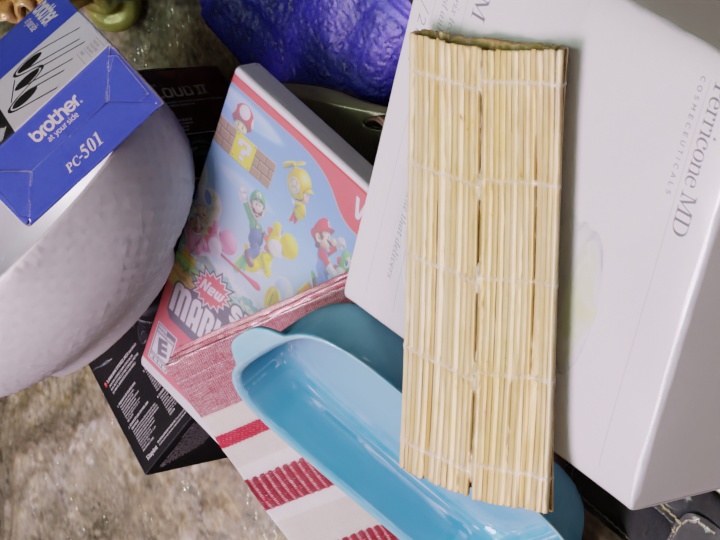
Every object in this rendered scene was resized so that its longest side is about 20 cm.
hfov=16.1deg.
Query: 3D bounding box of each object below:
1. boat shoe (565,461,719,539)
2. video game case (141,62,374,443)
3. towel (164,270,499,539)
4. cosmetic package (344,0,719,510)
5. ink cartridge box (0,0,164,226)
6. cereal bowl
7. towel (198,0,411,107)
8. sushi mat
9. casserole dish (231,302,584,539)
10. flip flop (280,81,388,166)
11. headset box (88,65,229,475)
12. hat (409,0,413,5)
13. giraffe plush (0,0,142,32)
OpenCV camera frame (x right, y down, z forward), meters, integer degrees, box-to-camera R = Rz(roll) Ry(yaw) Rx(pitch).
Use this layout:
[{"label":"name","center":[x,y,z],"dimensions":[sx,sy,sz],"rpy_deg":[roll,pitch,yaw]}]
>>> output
[{"label":"boat shoe","center":[0.160,0.141,1.163],"dimensions":[0.200,0.068,0.072],"rpy_deg":[40,155,34]},{"label":"video game case","center":[-0.043,0.014,1.316],"dimensions":[0.143,0.017,0.200],"rpy_deg":[43,129,30]},{"label":"towel","center":[0.012,0.094,1.280],"dimensions":[0.144,0.023,0.200],"rpy_deg":[-23,111,27]},{"label":"cosmetic package","center":[0.115,-0.037,1.103],"dimensions":[0.200,0.123,0.200],"rpy_deg":[35,122,40]},{"label":"ink cartridge box","center":[-0.168,-0.090,1.342],"dimensions":[0.044,0.094,0.200],"rpy_deg":[48,178,-20]},{"label":"cereal bowl","center":[-0.159,-0.005,1.345],"dimensions":[0.083,0.200,0.200],"rpy_deg":[45,143,-19]},{"label":"towel","center":[-0.009,-0.167,1.331],"dimensions":[0.148,0.050,0.200],"rpy_deg":[53,133,30]},{"label":"sushi mat","center":[0.051,0.000,1.079],"dimensions":[0.096,0.012,0.200],"rpy_deg":[15,109,46]},{"label":"casserole dish","center":[0.027,0.082,1.210],"dimensions":[0.200,0.039,0.121],"rpy_deg":[40,151,-10]},{"label":"flip flop","center":[0.019,-0.053,1.287],"dimensions":[0.200,0.058,0.081],"rpy_deg":[13,106,24]},{"label":"headset box","center":[-0.107,-0.009,1.456],"dimensions":[0.149,0.077,0.200],"rpy_deg":[-51,59,40]},{"label":"hat","center":[0.025,-0.212,1.170],"dimensions":[0.081,0.201,0.201],"rpy_deg":[-25,74,5]},{"label":"giraffe plush","center":[-0.219,-0.202,1.507],"dimensions":[0.162,0.173,0.200],"rpy_deg":[-6,82,29]}]
